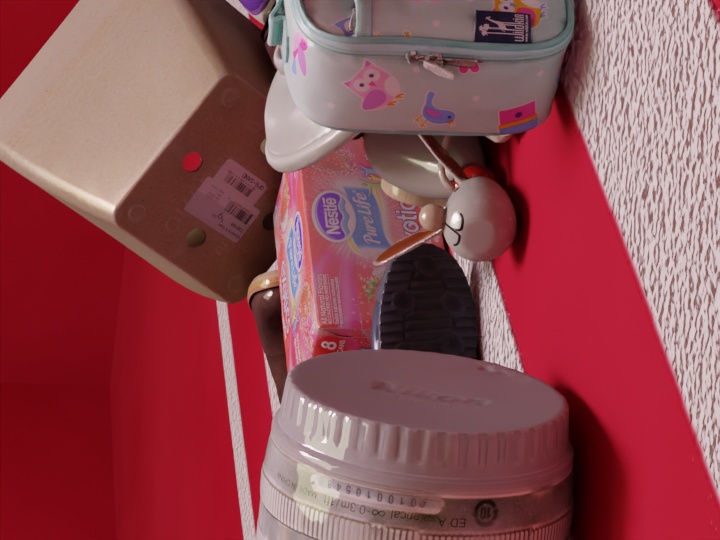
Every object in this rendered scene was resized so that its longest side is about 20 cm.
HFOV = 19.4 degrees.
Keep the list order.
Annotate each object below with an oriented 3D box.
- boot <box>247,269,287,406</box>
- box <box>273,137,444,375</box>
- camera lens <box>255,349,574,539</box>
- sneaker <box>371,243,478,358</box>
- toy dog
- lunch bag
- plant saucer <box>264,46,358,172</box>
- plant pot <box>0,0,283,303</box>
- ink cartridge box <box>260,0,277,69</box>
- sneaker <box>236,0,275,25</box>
[{"bbox_3d":[-0.028,0.099,1.533,0.200,0.072,0.167,66,-166,-66],"label":"boot"},{"bbox_3d":[0.000,0.000,1.411,0.103,0.094,0.201,106,163,-45],"label":"box"},{"bbox_3d":[0.024,0.156,1.074,0.160,0.159,0.201,-125,40,-72],"label":"camera lens"},{"bbox_3d":[0.029,0.086,1.285,0.082,0.070,0.201,138,135,-63],"label":"sneaker"},{"bbox_3d":[0.030,-0.068,1.271,0.200,0.096,0.133,-165,78,-79],"label":"toy dog"},{"bbox_3d":[0.028,-0.161,1.146,0.077,0.160,0.201,104,165,-46],"label":"lunch bag"},{"bbox_3d":[0.000,-0.149,1.287,0.200,0.050,0.200,-42,19,18],"label":"plant saucer"},{"bbox_3d":[-0.126,-0.093,1.551,0.200,0.200,0.177,-51,38,3],"label":"plant pot"},{"bbox_3d":[-0.009,-0.238,1.506,0.201,0.044,0.094,-64,17,15],"label":"ink cartridge box"},{"bbox_3d":[-0.049,-0.278,1.601,0.200,0.083,0.081,-57,-7,30],"label":"sneaker"}]
